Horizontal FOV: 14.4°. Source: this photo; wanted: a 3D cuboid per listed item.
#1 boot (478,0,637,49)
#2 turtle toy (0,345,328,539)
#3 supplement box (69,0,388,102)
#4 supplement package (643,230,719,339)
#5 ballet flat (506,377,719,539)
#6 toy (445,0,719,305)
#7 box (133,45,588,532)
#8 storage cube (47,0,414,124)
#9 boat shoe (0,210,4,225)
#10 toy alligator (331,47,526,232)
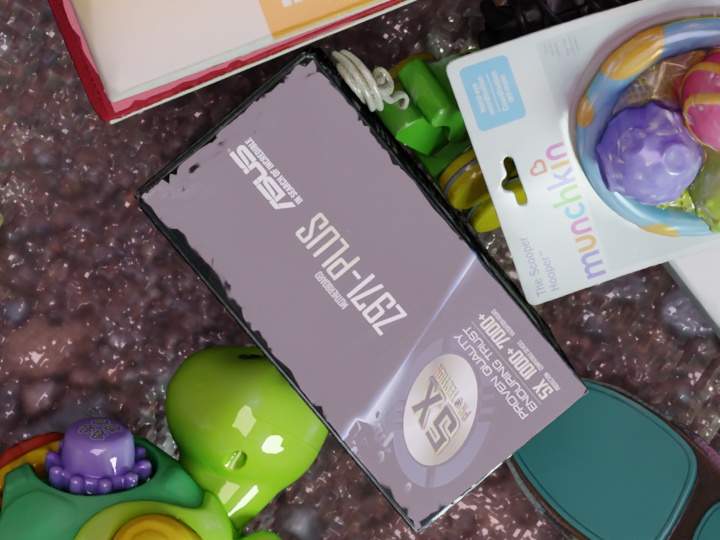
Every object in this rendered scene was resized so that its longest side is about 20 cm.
[{"bbox_3d":[0.106,-0.118,1.115,0.138,0.200,0.078,-24,81,5],"label":"boot"},{"bbox_3d":[-0.097,0.106,1.175,0.200,0.146,0.101,-29,74,2],"label":"turtle toy"},{"bbox_3d":[-0.059,-0.171,0.950,0.126,0.074,0.200,-21,97,4],"label":"supplement box"},{"bbox_3d":[0.196,-0.004,1.165,0.117,0.117,0.200,-38,94,5],"label":"supplement package"},{"bbox_3d":[0.145,0.108,1.188,0.200,0.071,0.069,27,83,33],"label":"ballet flat"},{"bbox_3d":[0.145,-0.053,1.057,0.200,0.047,0.115,-19,121,3],"label":"toy"},{"bbox_3d":[0.000,0.000,1.123,0.086,0.200,0.164,-40,95,3],"label":"box"},{"bbox_3d":[-0.043,-0.173,1.072,0.200,0.171,0.180,-21,96,2],"label":"storage cube"},{"bbox_3d":[-0.244,0.014,1.187,0.200,0.074,0.069,-33,101,3],"label":"boat shoe"},{"bbox_3d":[0.040,-0.064,1.122,0.054,0.200,0.059,-37,71,5],"label":"toy alligator"}]
